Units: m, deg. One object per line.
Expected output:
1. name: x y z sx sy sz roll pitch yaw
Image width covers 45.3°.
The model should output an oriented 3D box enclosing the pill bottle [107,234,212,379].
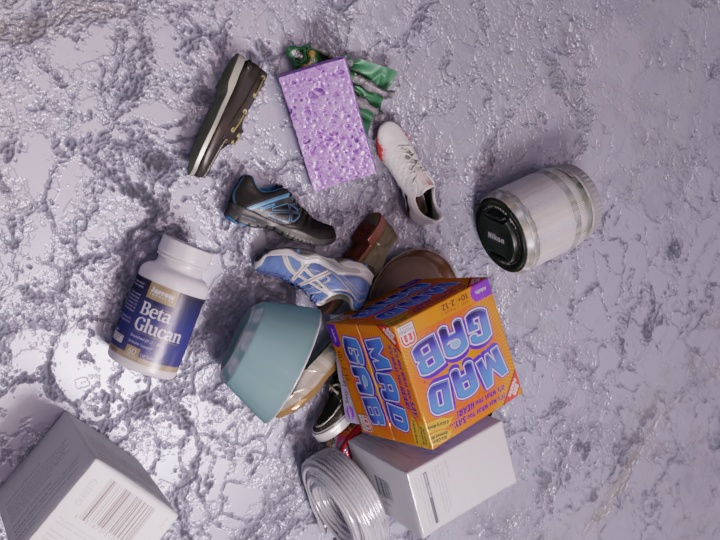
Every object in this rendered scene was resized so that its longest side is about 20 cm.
1. pill bottle: -0.298 0.053 1.313 0.110 0.111 0.202 21 90 -31

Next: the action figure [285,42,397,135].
1. action figure: -0.038 -0.316 1.418 0.199 0.055 0.119 23 92 -27

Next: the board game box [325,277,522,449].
1. board game box: 0.101 0.140 1.393 0.199 0.199 0.202 -24 101 -31

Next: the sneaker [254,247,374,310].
1. sneaker: -0.079 0.013 1.407 0.198 0.076 0.078 10 78 4

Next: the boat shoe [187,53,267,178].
1. boat shoe: -0.204 -0.230 1.328 0.060 0.072 0.203 25 85 -27

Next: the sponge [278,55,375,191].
1. sponge: -0.051 -0.235 1.401 0.110 0.030 0.202 -14 116 5

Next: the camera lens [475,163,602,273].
1. camera lens: 0.328 -0.098 1.608 0.199 0.160 0.161 -25 112 -23

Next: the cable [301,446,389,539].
1. cable: -0.025 0.402 1.491 0.069 0.199 0.202 -30 110 -26

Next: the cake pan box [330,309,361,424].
1. cake pan box: 0.047 0.155 1.505 0.183 0.052 0.202 -10 94 -30

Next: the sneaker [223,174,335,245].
1. sneaker: -0.119 -0.094 1.405 0.199 0.073 0.083 17 91 -32

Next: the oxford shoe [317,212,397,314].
1. oxford shoe: 0.000 0.000 1.496 0.074 0.071 0.201 40 80 -32

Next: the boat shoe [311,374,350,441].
1. boat shoe: -0.028 0.209 1.529 0.200 0.070 0.064 -51 121 -20

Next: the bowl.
1. bowl: -0.153 0.131 1.383 0.104 0.201 0.202 27 87 -12

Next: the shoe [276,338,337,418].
1. shoe: -0.083 0.176 1.492 0.200 0.070 0.054 -41 98 -25

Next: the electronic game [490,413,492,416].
1. electronic game: 0.211 0.215 1.639 0.199 0.041 0.202 1 89 -57

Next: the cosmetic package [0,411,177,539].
1. cosmetic package: -0.404 0.343 1.262 0.165 0.200 0.165 -51 120 -11

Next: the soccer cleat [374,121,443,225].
1. soccer cleat: 0.089 -0.167 1.500 0.068 0.085 0.201 -32 115 -20

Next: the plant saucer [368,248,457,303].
1. plant saucer: 0.093 0.058 1.583 0.198 0.032 0.202 -6 103 -28

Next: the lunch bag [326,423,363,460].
1. lunch bag: 0.039 0.298 1.579 0.200 0.082 0.177 -42 114 -18

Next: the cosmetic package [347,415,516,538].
1. cosmetic package: 0.119 0.322 1.465 0.199 0.199 0.124 -22 105 -26
